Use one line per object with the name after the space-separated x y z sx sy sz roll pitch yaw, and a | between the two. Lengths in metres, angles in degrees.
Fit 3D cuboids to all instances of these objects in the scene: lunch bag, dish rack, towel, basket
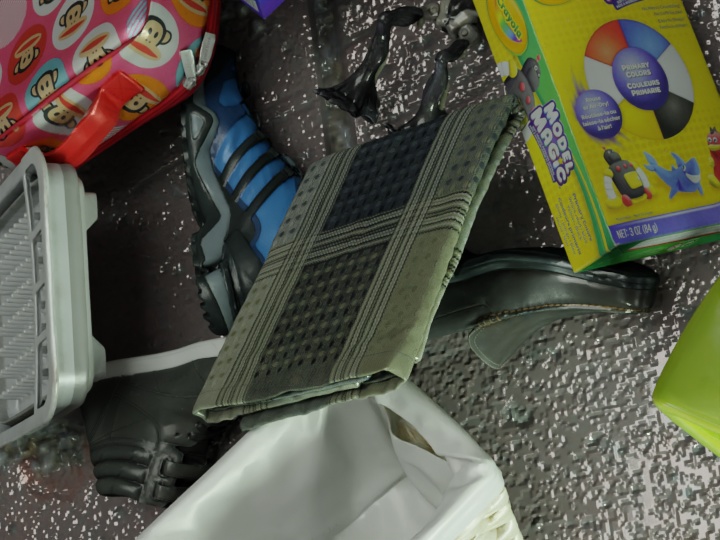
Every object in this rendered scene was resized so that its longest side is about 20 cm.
-0.177 -0.147 1.207 0.199 0.082 0.177 -27 49 36 | lunch bag
-0.209 0.022 1.205 0.200 0.043 0.173 153 114 -63 | dish rack
0.000 0.000 1.047 0.192 0.035 0.201 -15 42 49 | towel
-0.017 0.167 1.049 0.200 0.124 0.135 -42 52 -10 | basket

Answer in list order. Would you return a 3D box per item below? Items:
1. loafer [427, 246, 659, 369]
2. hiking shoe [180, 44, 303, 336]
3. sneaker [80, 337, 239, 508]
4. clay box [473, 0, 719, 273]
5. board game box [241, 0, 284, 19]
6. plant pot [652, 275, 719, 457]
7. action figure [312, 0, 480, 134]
0.085 0.022 1.096 0.199 0.073 0.073 2 91 37 | loafer
-0.069 -0.054 1.193 0.086 0.074 0.202 -6 70 -4 | hiking shoe
-0.095 0.098 1.173 0.199 0.071 0.100 -13 78 31 | sneaker
0.141 -0.107 1.047 0.048 0.114 0.201 -37 69 56 | clay box
-0.082 -0.263 1.137 0.134 0.045 0.200 -44 64 -13 | board game box
0.286 0.038 0.919 0.199 0.199 0.183 21 85 28 | plant pot
0.060 -0.171 1.116 0.118 0.102 0.201 32 97 14 | action figure
